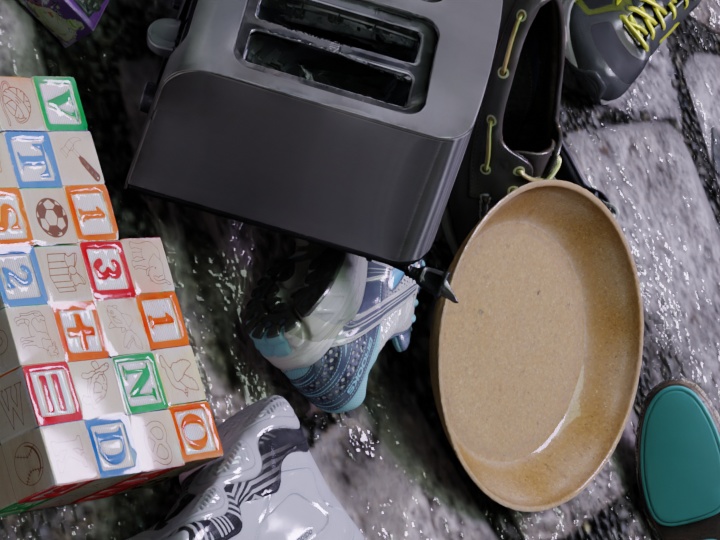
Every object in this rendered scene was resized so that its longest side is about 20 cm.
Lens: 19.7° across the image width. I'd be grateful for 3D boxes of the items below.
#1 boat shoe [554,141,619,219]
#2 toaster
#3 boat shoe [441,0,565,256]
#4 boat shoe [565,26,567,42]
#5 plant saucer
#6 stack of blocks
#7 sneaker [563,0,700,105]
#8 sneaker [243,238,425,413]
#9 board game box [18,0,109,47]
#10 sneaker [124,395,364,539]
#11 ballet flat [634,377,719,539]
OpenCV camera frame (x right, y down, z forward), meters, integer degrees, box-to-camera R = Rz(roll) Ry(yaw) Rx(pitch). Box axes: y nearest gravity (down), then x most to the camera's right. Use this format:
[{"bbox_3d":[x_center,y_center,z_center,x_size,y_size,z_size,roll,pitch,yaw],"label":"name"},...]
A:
[{"bbox_3d":[0.138,-0.029,1.371,0.201,0.062,0.073,54,38,-15],"label":"boat shoe"},{"bbox_3d":[-0.015,-0.109,1.121,0.198,0.119,0.182,16,52,-4],"label":"toaster"},{"bbox_3d":[0.091,-0.083,1.274,0.071,0.060,0.203,-22,121,-37],"label":"boat shoe"},{"bbox_3d":[0.090,-0.185,1.334,0.202,0.060,0.073,51,35,-67],"label":"boat shoe"},{"bbox_3d":[0.101,0.045,1.265,0.199,0.035,0.202,-6,98,-47],"label":"plant saucer"},{"bbox_3d":[-0.150,0.009,1.000,0.115,0.058,0.202,-5,74,-52],"label":"stack of blocks"},{"bbox_3d":[0.205,-0.200,1.532,0.075,0.084,0.201,49,40,-19],"label":"sneaker"},{"bbox_3d":[0.000,0.000,1.194,0.087,0.077,0.201,59,43,-28],"label":"sneaker"},{"bbox_3d":[-0.164,-0.230,1.147,0.120,0.032,0.201,48,40,-29],"label":"board game box"},{"bbox_3d":[-0.057,0.156,1.018,0.115,0.075,0.200,53,35,-12],"label":"sneaker"},{"bbox_3d":[0.229,0.172,1.382,0.075,0.067,0.202,7,69,-73],"label":"ballet flat"}]
